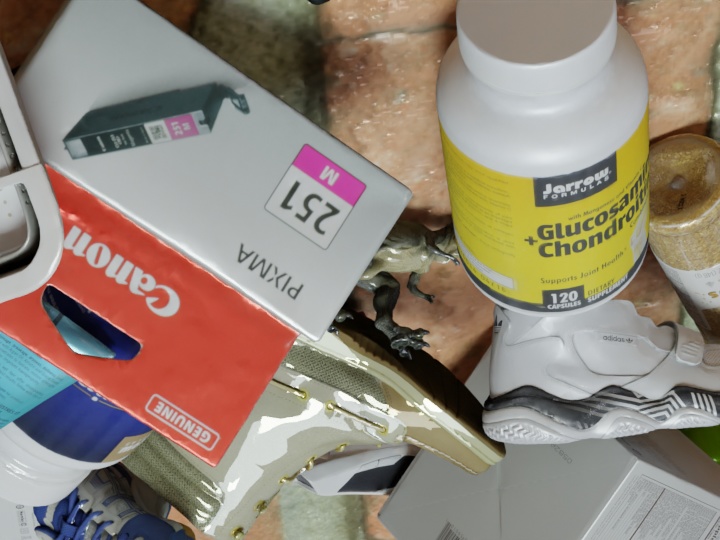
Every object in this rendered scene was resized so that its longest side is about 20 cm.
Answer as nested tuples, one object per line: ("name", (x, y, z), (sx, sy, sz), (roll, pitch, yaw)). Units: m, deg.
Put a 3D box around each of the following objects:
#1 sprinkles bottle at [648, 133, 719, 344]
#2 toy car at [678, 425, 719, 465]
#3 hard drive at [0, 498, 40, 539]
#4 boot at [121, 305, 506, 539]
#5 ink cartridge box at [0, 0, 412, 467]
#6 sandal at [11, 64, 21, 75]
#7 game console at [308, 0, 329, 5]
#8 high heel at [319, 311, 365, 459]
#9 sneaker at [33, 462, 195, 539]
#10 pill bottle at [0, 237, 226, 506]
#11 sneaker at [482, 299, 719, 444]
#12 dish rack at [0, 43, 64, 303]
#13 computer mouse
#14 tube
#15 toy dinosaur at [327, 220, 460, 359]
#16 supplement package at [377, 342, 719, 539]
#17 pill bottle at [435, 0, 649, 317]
("sprinkles bottle", (0.222, -0.003, 1.205), (0.068, 0.069, 0.200), (-22, 142, 14))
("toy car", (0.269, 0.226, 1.458), (0.156, 0.166, 0.200), (4, 153, -19))
("hard drive", (-0.264, 0.162, 1.302), (0.198, 0.026, 0.132), (-5, 143, -7))
("boot", (-0.028, 0.104, 1.172), (0.199, 0.072, 0.155), (31, 104, -16))
("ink cartridge box", (-0.102, -0.022, 0.978), (0.199, 0.044, 0.174), (34, 85, -14))
("sandal", (-0.196, -0.032, 1.068), (0.081, 0.055, 0.200), (16, 135, -32))
("game console", (-0.048, -0.230, 0.880), (0.175, 0.116, 0.201), (-38, 146, -14))
("high heel", (-0.096, 0.046, 1.222), (0.198, 0.097, 0.067), (18, 176, -15))
("sneaker", (-0.156, 0.164, 1.170), (0.088, 0.200, 0.076), (22, 94, -19))
("pill bottle", (-0.147, 0.040, 1.099), (0.115, 0.116, 0.200), (19, 130, -34))
("sneaker", (0.164, 0.036, 1.159), (0.198, 0.116, 0.075), (-6, -178, -14))
("dish rack", (-0.233, -0.072, 0.929), (0.170, 0.044, 0.202), (-17, 99, 19))
("computer mouse", (-0.026, 0.118, 1.300), (0.199, 0.109, 0.044), (2, 105, -33))
("tube", (-0.224, 0.072, 1.053), (0.199, 0.051, 0.077), (-34, 126, 31))
("toy dinosaur", (0.000, 0.000, 1.134), (0.198, 0.089, 0.048), (4, 143, -20))
("supplement package", (0.151, 0.169, 1.292), (0.199, 0.152, 0.151), (26, 102, -43))
("pill bottle", (0.098, -0.073, 1.044), (0.111, 0.113, 0.201), (-12, 144, 1))
